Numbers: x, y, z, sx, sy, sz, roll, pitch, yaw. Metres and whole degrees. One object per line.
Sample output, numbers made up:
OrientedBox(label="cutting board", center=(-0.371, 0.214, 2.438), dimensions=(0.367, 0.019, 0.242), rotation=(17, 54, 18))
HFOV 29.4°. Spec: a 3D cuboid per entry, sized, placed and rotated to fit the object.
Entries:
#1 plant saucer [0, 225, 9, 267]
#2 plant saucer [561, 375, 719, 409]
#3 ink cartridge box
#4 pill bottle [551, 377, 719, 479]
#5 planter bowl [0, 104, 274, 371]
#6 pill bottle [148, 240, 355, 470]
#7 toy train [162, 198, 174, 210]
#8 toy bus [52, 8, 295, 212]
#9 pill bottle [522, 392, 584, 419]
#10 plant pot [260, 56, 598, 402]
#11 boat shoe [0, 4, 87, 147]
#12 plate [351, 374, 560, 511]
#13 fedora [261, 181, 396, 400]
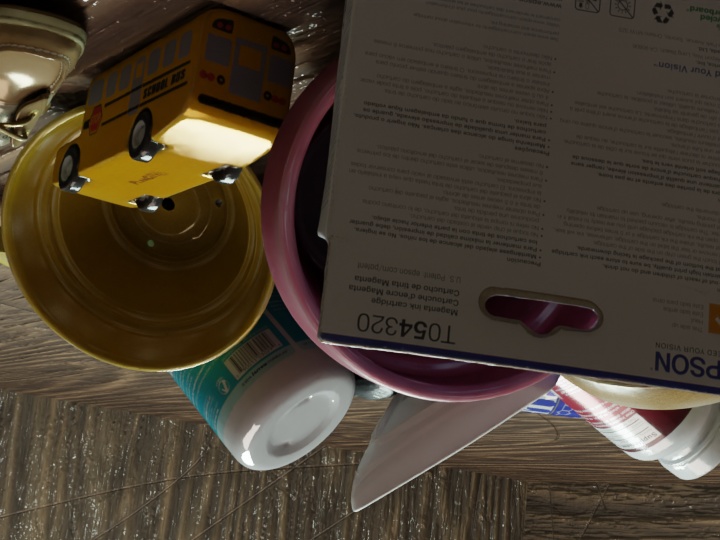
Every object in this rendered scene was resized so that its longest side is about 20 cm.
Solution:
OrientedBox(label="plant saucer", center=(-0.228, -0.015, 1.289), dimensions=(0.199, 0.049, 0.200), rotation=(5, 171, 8))
OrientedBox(label="plant saucer", center=(0.228, 0.054, 1.005), dimensions=(0.199, 0.036, 0.200), rotation=(-9, -159, 3))
OrientedBox(label="ink cartridge box", center=(0.083, -0.050, 0.626), dimensions=(0.195, 0.201, 0.043), rotation=(9, 168, -7))
OrientedBox(label="pill bottle", center=(0.250, 0.100, 1.262), dimensions=(0.200, 0.113, 0.113), rotation=(39, 158, -15))
OrientedBox(label="planter bowl", center=(-0.148, -0.036, 0.983), dimensions=(0.199, 0.201, 0.084), rotation=(5, -157, 7))
OrientedBox(label="pill bottle", center=(-0.101, 0.050, 1.064), dimensions=(0.200, 0.111, 0.111), rotation=(48, -170, 29))
OrientedBox(label="toy train", center=(-0.166, -0.053, 1.123), dimensions=(0.056, 0.042, 0.200), rotation=(12, 171, 24))
OrientedBox(label="toy bus", center=(-0.119, -0.090, 0.831), dimensions=(0.065, 0.079, 0.200), rotation=(14, 166, -32))
OrientedBox(label="pill bottle", center=(0.155, 0.080, 1.372), dimensions=(0.199, 0.120, 0.120), rotation=(7, 168, -4))
OrientedBox(label="plant pot", center=(0.033, -0.038, 0.782), dimensions=(0.199, 0.201, 0.179), rotation=(10, -177, -16))
OrientedBox(label="boat shoe", center=(-0.220, -0.107, 0.835), dimensions=(0.074, 0.067, 0.200), rotation=(13, 166, -27))
OrientedBox(label="plate", center=(0.083, 0.071, 1.005), dimensions=(0.032, 0.200, 0.200), rotation=(47, 124, -8))
OrientedBox(label="fedora", center=(0.000, 0.000, 1.071), dimensions=(0.091, 0.201, 0.200), rotation=(-25, -176, -30))
